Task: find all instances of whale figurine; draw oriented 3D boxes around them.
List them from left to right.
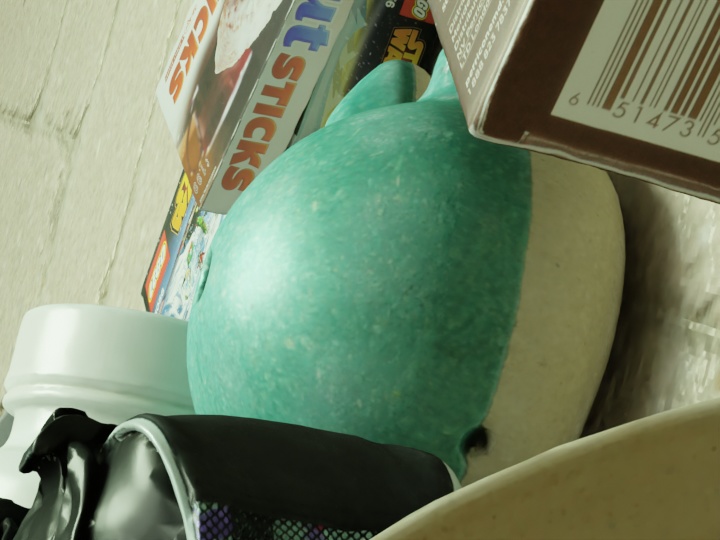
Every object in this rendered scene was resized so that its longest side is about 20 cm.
[{"bbox_3d":[0.000,0.000,0.732,0.200,0.103,0.160,-111,38,-64],"label":"whale figurine"}]

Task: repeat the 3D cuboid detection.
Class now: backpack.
[{"bbox_3d":[-0.030,0.153,0.621,0.177,0.150,0.201,138,141,-58],"label":"backpack"}]

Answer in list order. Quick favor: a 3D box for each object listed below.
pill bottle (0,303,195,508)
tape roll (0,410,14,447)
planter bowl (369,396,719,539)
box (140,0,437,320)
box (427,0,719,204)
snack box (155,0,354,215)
[{"bbox_3d":[-0.081,0.117,0.770,0.111,0.110,0.202,154,129,-68],"label":"pill bottle"},{"bbox_3d":[-0.132,0.129,0.986,0.201,0.066,0.200,-60,-2,-3],"label":"tape roll"},{"bbox_3d":[0.082,0.109,0.282,0.200,0.199,0.136,-122,22,-67],"label":"planter bowl"},{"bbox_3d":[-0.027,-0.045,0.962,0.137,0.040,0.201,-112,40,-62],"label":"box"},{"bbox_3d":[0.064,-0.096,0.612,0.201,0.099,0.075,-101,30,-55],"label":"box"},{"bbox_3d":[-0.017,-0.117,0.874,0.201,0.024,0.072,-63,31,30],"label":"snack box"}]
